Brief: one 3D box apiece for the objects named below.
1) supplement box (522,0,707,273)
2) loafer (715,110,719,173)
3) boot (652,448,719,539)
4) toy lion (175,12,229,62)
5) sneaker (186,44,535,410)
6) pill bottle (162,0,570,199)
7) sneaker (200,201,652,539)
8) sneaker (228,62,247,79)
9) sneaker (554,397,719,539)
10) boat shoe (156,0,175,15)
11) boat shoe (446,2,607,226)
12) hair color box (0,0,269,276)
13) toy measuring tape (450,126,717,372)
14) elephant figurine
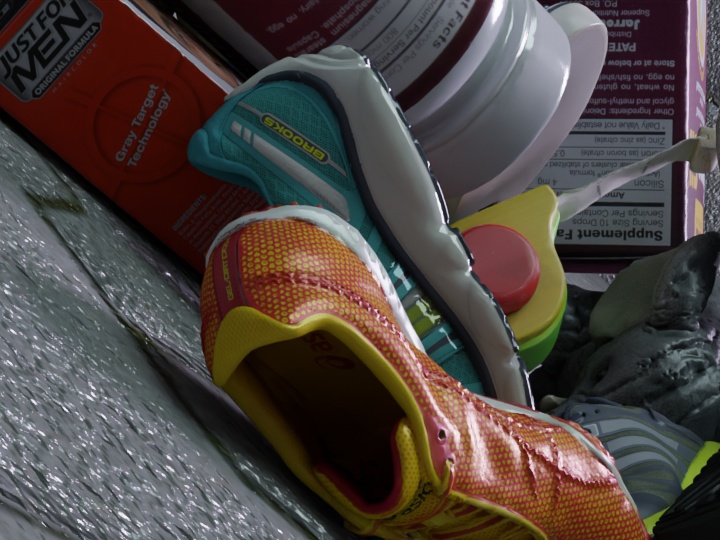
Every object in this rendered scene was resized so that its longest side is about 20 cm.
[{"bbox_3d":[0.118,-0.101,1.286,0.103,0.201,0.131,1,-3,11],"label":"supplement box"},{"bbox_3d":[0.209,0.012,1.151,0.200,0.072,0.063,62,-17,13],"label":"loafer"},{"bbox_3d":[0.180,0.127,0.906,0.211,0.079,0.158,-29,93,-57],"label":"boot"},{"bbox_3d":[-0.002,-0.187,1.185,0.069,0.191,0.201,-145,-142,-74],"label":"toy lion"},{"bbox_3d":[0.007,0.021,0.919,0.200,0.079,0.078,62,-4,5],"label":"sneaker"},{"bbox_3d":[-0.012,-0.123,1.036,0.200,0.114,0.114,41,6,-33],"label":"pill bottle"},{"bbox_3d":[0.019,0.064,0.808,0.200,0.073,0.077,39,32,-28],"label":"sneaker"},{"bbox_3d":[0.004,-0.084,1.310,0.202,0.146,0.077,45,3,3],"label":"sneaker"},{"bbox_3d":[0.094,0.094,0.988,0.081,0.074,0.200,31,11,11],"label":"sneaker"},{"bbox_3d":[-0.124,-0.122,1.133,0.068,0.072,0.200,37,-2,-15],"label":"boat shoe"},{"bbox_3d":[0.031,-0.063,1.179,0.075,0.200,0.093,-20,59,-47],"label":"boat shoe"},{"bbox_3d":[-0.062,-0.046,0.986,0.200,0.061,0.102,40,6,-24],"label":"hair color box"},{"bbox_3d":[0.089,0.000,1.151,0.074,0.199,0.074,54,-22,35],"label":"toy measuring tape"},{"bbox_3d":[0.141,0.057,1.165,0.141,0.156,0.200,19,-6,0],"label":"elephant figurine"}]
